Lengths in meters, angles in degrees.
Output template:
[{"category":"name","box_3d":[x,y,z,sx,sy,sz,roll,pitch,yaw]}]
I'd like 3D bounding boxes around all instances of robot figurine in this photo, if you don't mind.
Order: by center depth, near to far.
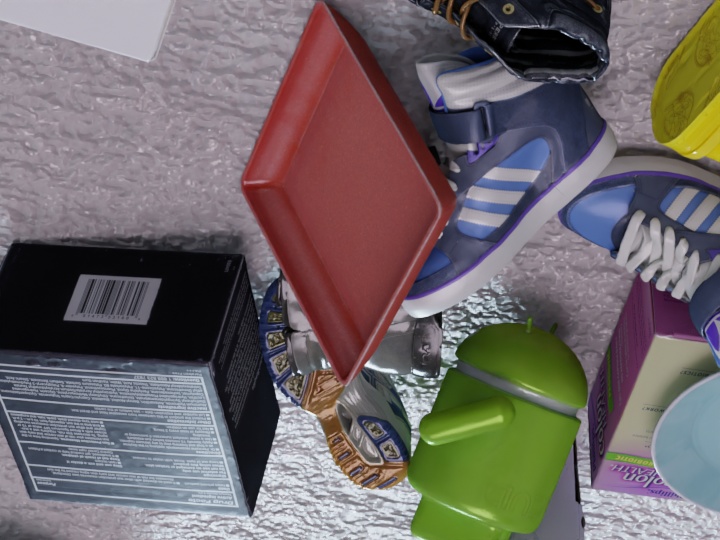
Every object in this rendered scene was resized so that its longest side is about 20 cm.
[{"category":"robot figurine","box_3d":[0.111,0.132,1.510,0.116,0.200,0.175,22,-178,19]}]

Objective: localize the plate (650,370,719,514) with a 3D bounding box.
[{"category":"plate","box_3d":[0.325,0.126,1.462,0.200,0.026,0.200,2,137,2]}]

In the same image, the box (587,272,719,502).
[{"category":"box","box_3d":[0.292,0.093,1.517,0.176,0.097,0.200,8,136,-4]}]

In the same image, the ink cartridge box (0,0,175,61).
[{"category":"ink cartridge box","box_3d":[-0.172,-0.233,1.128,0.146,0.200,0.084,15,136,-11]}]

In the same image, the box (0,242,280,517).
[{"category":"box","box_3d":[-0.184,0.088,1.517,0.200,0.123,0.198,4,137,12]}]

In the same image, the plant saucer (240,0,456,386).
[{"category":"plant saucer","box_3d":[-0.006,-0.055,1.334,0.037,0.200,0.200,-8,144,-30]}]

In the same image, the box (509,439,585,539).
[{"category":"box","box_3d":[0.128,0.260,1.631,0.097,0.200,0.176,8,138,-4]}]

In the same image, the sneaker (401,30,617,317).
[{"category":"sneaker","box_3d":[0.066,-0.080,1.316,0.200,0.081,0.146,-42,111,7]}]

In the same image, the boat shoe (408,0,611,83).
[{"category":"boat shoe","box_3d":[0.074,-0.185,1.241,0.200,0.091,0.071,12,136,-8]}]

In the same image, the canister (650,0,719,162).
[{"category":"canister","box_3d":[0.325,-0.115,1.303,0.200,0.087,0.149,20,135,-18]}]

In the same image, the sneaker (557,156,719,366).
[{"category":"sneaker","box_3d":[0.242,0.000,1.374,0.200,0.146,0.081,10,137,-7]}]

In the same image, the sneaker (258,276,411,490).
[{"category":"sneaker","box_3d":[-0.020,0.084,1.550,0.075,0.088,0.200,-21,108,17]}]

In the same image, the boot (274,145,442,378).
[{"category":"boot","box_3d":[0.000,0.000,1.429,0.131,0.068,0.200,3,119,0]}]
